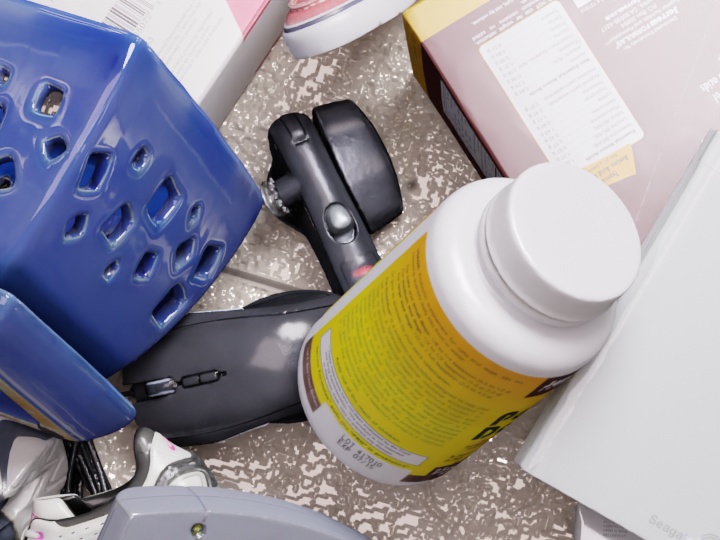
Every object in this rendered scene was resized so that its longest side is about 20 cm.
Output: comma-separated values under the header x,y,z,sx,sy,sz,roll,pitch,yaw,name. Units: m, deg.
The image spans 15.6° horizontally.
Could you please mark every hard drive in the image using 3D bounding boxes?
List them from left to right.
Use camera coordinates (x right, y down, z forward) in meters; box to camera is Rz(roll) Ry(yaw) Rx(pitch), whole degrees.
x,y,z,sx,sy,sz,roll,pitch,yaw,name
0.186,0.046,1.363,0.132,0.026,0.200,30,93,-10,hard drive

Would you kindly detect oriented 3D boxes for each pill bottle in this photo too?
x,y,z,sx,sy,sz,roll,pitch,yaw,name
0.057,0.025,1.353,0.109,0.200,0.110,16,56,-24,pill bottle

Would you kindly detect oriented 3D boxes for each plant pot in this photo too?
x,y,z,sx,sy,sz,roll,pitch,yaw,name
-0.196,-0.029,1.404,0.200,0.200,0.180,18,75,24,plant pot

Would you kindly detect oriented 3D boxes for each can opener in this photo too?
x,y,z,sx,sy,sz,roll,pitch,yaw,name
0.000,0.000,1.482,0.078,0.063,0.201,-21,80,0,can opener

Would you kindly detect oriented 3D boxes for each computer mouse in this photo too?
x,y,z,sx,sy,sz,roll,pitch,yaw,name
-0.089,0.088,1.460,0.199,0.046,0.141,-7,90,14,computer mouse

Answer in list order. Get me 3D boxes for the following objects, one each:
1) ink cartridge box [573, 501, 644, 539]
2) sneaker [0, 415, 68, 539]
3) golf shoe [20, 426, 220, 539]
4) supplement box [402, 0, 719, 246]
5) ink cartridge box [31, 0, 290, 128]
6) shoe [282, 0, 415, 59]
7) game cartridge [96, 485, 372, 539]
x,y,z,sx,sy,sz,roll,pitch,yaw,name
0.210,0.218,1.421,0.199,0.084,0.176,3,81,5,ink cartridge box
-0.267,0.134,1.432,0.129,0.080,0.199,28,61,22,sneaker
-0.159,0.167,1.446,0.200,0.073,0.092,-39,98,9,golf shoe
0.160,-0.094,1.450,0.197,0.133,0.200,-31,80,-2,supplement box
-0.142,-0.179,1.510,0.200,0.083,0.147,33,85,8,ink cartridge box
0.000,-0.196,1.451,0.071,0.200,0.091,-13,113,36,shoe
-0.062,0.187,1.403,0.200,0.041,0.133,20,104,-32,game cartridge
